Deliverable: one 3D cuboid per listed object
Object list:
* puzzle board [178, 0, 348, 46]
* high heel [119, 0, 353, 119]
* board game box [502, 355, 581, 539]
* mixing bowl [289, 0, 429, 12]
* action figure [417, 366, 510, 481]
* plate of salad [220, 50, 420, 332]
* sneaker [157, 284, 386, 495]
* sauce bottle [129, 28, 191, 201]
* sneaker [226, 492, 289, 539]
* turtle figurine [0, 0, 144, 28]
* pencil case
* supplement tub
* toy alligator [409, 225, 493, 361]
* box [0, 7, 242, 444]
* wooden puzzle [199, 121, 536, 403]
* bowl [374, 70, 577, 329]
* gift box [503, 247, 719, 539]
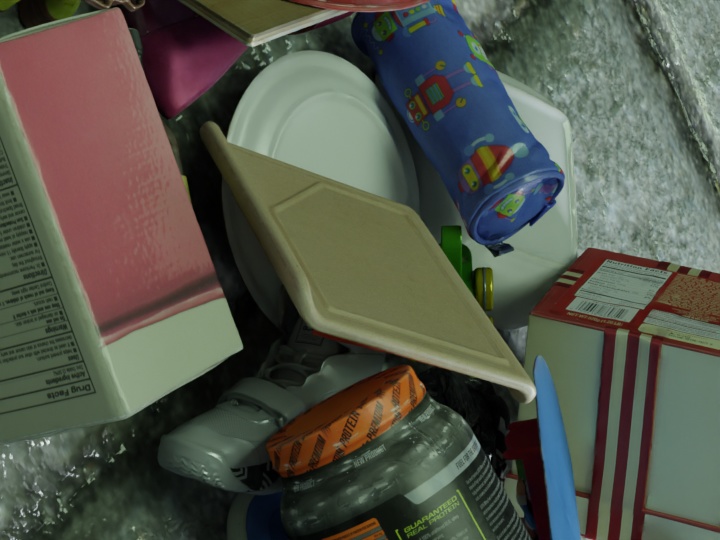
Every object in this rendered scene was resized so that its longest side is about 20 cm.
[{"bbox_3d":[-0.061,-0.202,1.160,0.200,0.150,0.017,-28,144,-47],"label":"puzzle board"},{"bbox_3d":[-0.067,-0.147,1.173,0.200,0.067,0.096,-6,74,-47],"label":"high heel"},{"bbox_3d":[0.111,0.155,1.149,0.158,0.039,0.201,62,21,-58],"label":"board game box"},{"bbox_3d":[-0.024,-0.261,1.149,0.200,0.200,0.109,-38,152,-50],"label":"mixing bowl"},{"bbox_3d":[0.053,0.133,1.198,0.119,0.102,0.201,-73,155,-68],"label":"action figure"},{"bbox_3d":[-0.029,-0.046,1.208,0.200,0.048,0.201,8,79,-50],"label":"plate of salad"},{"bbox_3d":[-0.049,0.068,1.106,0.200,0.075,0.115,-2,103,-57],"label":"sneaker"},{"bbox_3d":[-0.131,-0.042,1.068,0.065,0.065,0.201,-5,84,-52],"label":"sauce bottle"},{"bbox_3d":[0.011,0.198,1.133,0.200,0.111,0.077,51,44,-28],"label":"sneaker"},{"bbox_3d":[-0.141,-0.176,1.019,0.200,0.161,0.065,-22,96,-53],"label":"turtle figurine"},{"bbox_3d":[0.070,-0.111,1.247,0.087,0.078,0.200,15,41,-54],"label":"pencil case"},{"bbox_3d":[0.034,0.164,1.031,0.122,0.122,0.201,-34,98,-51],"label":"supplement tub"},{"bbox_3d":[0.064,0.049,1.275,0.054,0.059,0.201,-86,174,-60],"label":"toy alligator"},{"bbox_3d":[-0.169,-0.022,0.962,0.109,0.128,0.201,-30,103,-52],"label":"box"},{"bbox_3d":[0.000,0.000,1.095,0.200,0.037,0.185,23,24,-39],"label":"wooden puzzle"},{"bbox_3d":[0.099,-0.065,1.361,0.200,0.074,0.201,19,65,-49],"label":"bowl"},{"bbox_3d":[0.196,0.109,1.309,0.200,0.184,0.188,-34,132,-56],"label":"gift box"}]
